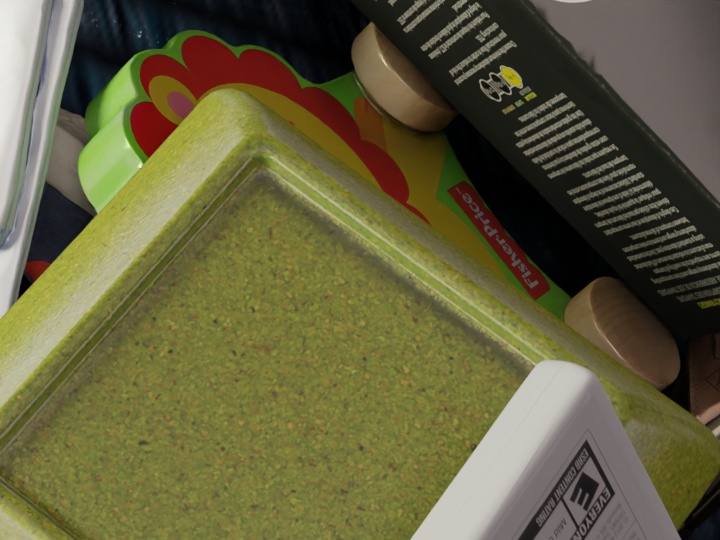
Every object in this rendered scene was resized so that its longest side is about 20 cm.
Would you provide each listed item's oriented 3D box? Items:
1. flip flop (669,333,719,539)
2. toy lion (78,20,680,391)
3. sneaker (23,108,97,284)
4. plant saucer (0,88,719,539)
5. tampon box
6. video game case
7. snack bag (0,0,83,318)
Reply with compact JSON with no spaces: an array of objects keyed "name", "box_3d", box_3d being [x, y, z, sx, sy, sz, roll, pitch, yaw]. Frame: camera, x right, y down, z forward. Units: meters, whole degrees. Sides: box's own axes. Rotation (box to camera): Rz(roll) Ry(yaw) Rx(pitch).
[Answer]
[{"name":"flip flop","box_3d":[0.131,0.054,0.890,0.200,0.081,0.058,-36,69,-19]},{"name":"toy lion","box_3d":[0.000,0.000,0.820,0.200,0.069,0.192,51,33,4]},{"name":"sneaker","box_3d":[-0.156,-0.042,0.845,0.200,0.075,0.085,36,100,16]},{"name":"plant saucer","box_3d":[-0.019,0.055,0.684,0.200,0.048,0.200,36,64,9]},{"name":"tampon box","box_3d":[0.112,-0.100,0.814,0.200,0.126,0.150,45,77,-5]},{"name":"video game case","box_3d":[0.035,0.156,0.649,0.200,0.023,0.182,-52,133,-26]},{"name":"snack bag","box_3d":[-0.194,-0.017,0.787,0.188,0.021,0.201,5,77,18]}]
